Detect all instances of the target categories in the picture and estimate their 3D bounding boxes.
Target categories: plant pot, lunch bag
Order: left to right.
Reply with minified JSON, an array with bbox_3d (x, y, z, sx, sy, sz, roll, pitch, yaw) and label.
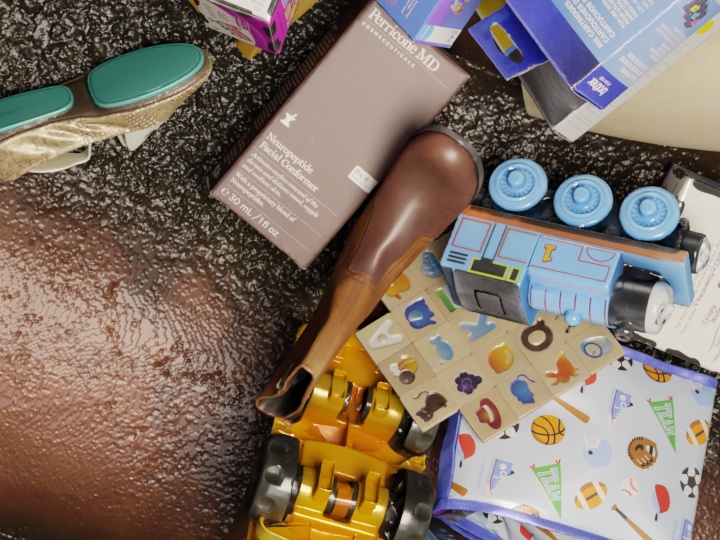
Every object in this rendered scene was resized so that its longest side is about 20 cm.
[{"bbox_3d":[0.159,0.142,1.575,0.199,0.124,0.171,19,66,-16],"label":"lunch bag"},{"bbox_3d":[0.222,-0.173,1.513,0.199,0.187,0.188,-4,106,11],"label":"plant pot"}]

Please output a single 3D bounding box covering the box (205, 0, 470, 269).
[{"bbox_3d":[-0.018,-0.110,1.543,0.100,0.075,0.200,38,96,-14],"label":"box"}]

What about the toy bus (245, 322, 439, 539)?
[{"bbox_3d":[-0.027,0.172,1.584,0.135,0.201,0.192,15,144,-9],"label":"toy bus"}]

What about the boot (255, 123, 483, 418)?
[{"bbox_3d":[0.000,0.000,1.468,0.068,0.188,0.200,40,55,-6],"label":"boot"}]

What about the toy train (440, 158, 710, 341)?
[{"bbox_3d":[0.162,-0.010,1.523,0.199,0.087,0.115,14,67,20],"label":"toy train"}]

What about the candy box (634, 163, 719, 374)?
[{"bbox_3d":[0.314,0.017,1.610,0.199,0.061,0.137,23,101,-12],"label":"candy box"}]

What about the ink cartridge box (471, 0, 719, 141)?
[{"bbox_3d":[0.174,-0.230,1.439,0.200,0.047,0.198,-39,64,18],"label":"ink cartridge box"}]

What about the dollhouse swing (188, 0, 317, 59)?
[{"bbox_3d":[-0.066,-0.305,1.459,0.176,0.182,0.200,-41,89,-22],"label":"dollhouse swing"}]

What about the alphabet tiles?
[{"bbox_3d":[0.105,0.037,1.558,0.200,0.006,0.167,-31,64,-11],"label":"alphabet tiles"}]

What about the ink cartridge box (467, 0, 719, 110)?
[{"bbox_3d":[0.170,-0.207,1.369,0.200,0.076,0.137,-40,68,14],"label":"ink cartridge box"}]

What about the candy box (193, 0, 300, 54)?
[{"bbox_3d":[-0.046,-0.254,1.314,0.061,0.136,0.201,22,87,1],"label":"candy box"}]

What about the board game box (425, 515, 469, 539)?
[{"bbox_3d":[0.129,0.267,1.592,0.199,0.200,0.062,16,102,-10],"label":"board game box"}]

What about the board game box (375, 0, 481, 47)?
[{"bbox_3d":[0.066,-0.282,1.444,0.045,0.135,0.200,0,132,-50],"label":"board game box"}]

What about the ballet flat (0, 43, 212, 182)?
[{"bbox_3d":[-0.205,-0.118,1.534,0.199,0.071,0.065,-16,133,1],"label":"ballet flat"}]
